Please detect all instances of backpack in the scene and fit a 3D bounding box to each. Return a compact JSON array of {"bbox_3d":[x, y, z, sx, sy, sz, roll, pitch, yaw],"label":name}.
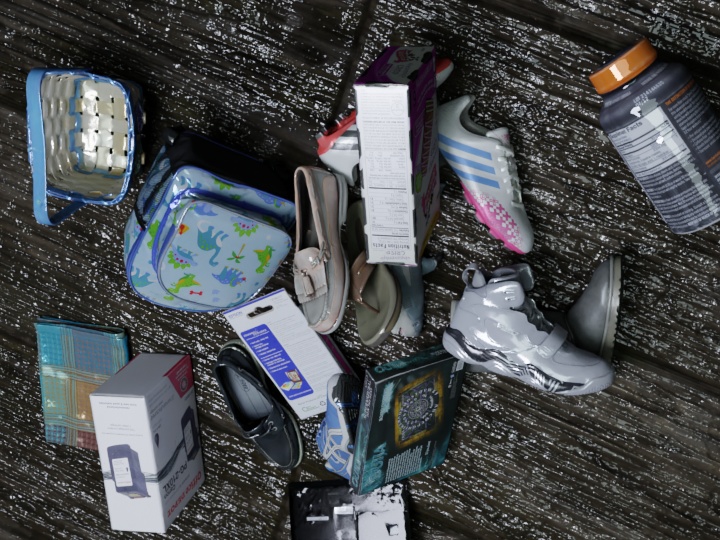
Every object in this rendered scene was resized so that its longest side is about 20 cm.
[{"bbox_3d":[-0.190,-0.039,1.087,0.182,0.147,0.200,18,123,-32],"label":"backpack"}]

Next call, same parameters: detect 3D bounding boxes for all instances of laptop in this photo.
[{"bbox_3d":[0.000,0.396,1.275,0.176,0.103,0.201,-7,80,16],"label":"laptop"}]

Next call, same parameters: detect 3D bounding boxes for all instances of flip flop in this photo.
[{"bbox_3d":[0.000,0.000,1.059,0.057,0.201,0.081,12,144,-32],"label":"flip flop"}]

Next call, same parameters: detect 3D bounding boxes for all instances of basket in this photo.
[{"bbox_3d":[-0.338,-0.163,1.078,0.138,0.200,0.177,10,111,12],"label":"basket"}]

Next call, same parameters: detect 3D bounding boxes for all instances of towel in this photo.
[{"bbox_3d":[-0.400,0.170,1.301,0.146,0.022,0.201,7,109,13],"label":"towel"}]

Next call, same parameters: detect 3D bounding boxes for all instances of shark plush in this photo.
[{"bbox_3d":[0.062,-0.016,1.115,0.083,0.091,0.201,12,97,-15],"label":"shark plush"}]

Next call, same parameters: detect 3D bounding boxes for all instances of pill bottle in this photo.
[{"bbox_3d":[0.328,-0.148,0.961,0.106,0.106,0.200,-33,97,22],"label":"pill bottle"}]

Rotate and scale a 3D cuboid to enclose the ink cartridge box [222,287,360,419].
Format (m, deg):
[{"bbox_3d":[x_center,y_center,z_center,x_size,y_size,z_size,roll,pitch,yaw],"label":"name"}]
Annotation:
[{"bbox_3d":[-0.085,0.104,1.158,0.094,0.037,0.200,-21,122,20],"label":"ink cartridge box"}]

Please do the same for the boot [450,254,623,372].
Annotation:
[{"bbox_3d":[0.209,0.055,1.085,0.199,0.073,0.183,12,108,18],"label":"boot"}]

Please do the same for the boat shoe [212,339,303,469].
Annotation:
[{"bbox_3d":[-0.142,0.193,1.216,0.074,0.066,0.200,-16,103,19],"label":"boat shoe"}]

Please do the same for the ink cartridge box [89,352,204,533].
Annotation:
[{"bbox_3d":[-0.285,0.232,1.224,0.084,0.145,0.201,1,108,14],"label":"ink cartridge box"}]

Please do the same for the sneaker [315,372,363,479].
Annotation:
[{"bbox_3d":[-0.025,0.211,1.164,0.077,0.076,0.201,8,132,22],"label":"sneaker"}]

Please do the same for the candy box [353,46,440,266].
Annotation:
[{"bbox_3d":[0.044,-0.124,0.963,0.061,0.137,0.201,5,121,15],"label":"candy box"}]

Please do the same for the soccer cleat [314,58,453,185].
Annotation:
[{"bbox_3d":[0.036,-0.175,1.054,0.200,0.069,0.085,-32,106,25],"label":"soccer cleat"}]

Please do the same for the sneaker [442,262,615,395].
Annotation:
[{"bbox_3d":[0.195,0.063,1.013,0.199,0.075,0.115,16,115,17],"label":"sneaker"}]

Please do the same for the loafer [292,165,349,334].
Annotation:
[{"bbox_3d":[-0.056,-0.027,1.040,0.072,0.063,0.201,-21,59,43],"label":"loafer"}]

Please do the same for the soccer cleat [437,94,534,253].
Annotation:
[{"bbox_3d":[0.153,-0.112,1.037,0.086,0.070,0.200,-36,95,22],"label":"soccer cleat"}]

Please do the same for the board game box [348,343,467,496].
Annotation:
[{"bbox_3d":[0.058,0.184,1.107,0.028,0.135,0.201,49,143,42],"label":"board game box"}]
